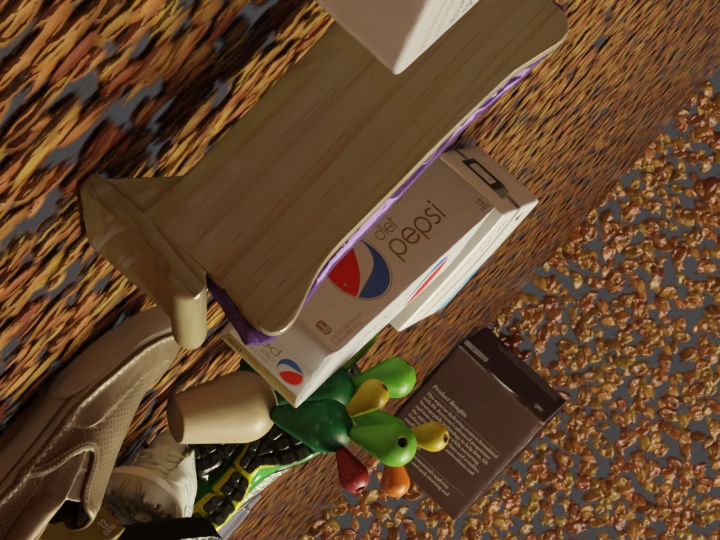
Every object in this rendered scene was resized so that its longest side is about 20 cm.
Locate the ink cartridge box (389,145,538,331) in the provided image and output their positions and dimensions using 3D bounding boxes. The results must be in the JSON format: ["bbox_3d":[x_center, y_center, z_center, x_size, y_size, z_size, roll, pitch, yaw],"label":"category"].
[{"bbox_3d":[0.052,-0.023,1.755,0.116,0.067,0.200,-48,174,13],"label":"ink cartridge box"}]

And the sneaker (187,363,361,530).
[{"bbox_3d":[-0.084,0.125,1.789,0.200,0.078,0.085,-37,179,-11],"label":"sneaker"}]

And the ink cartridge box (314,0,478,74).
[{"bbox_3d":[0.061,-0.179,0.783,0.200,0.084,0.145,-45,174,-22],"label":"ink cartridge box"}]

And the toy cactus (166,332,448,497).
[{"bbox_3d":[-0.044,0.086,1.567,0.165,0.200,0.102,-9,126,-23],"label":"toy cactus"}]

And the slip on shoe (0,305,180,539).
[{"bbox_3d":[-0.148,0.099,1.185,0.200,0.061,0.076,-44,173,-31],"label":"slip on shoe"}]

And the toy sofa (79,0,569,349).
[{"bbox_3d":[-0.013,-0.056,0.988,0.200,0.098,0.083,-47,173,-14],"label":"toy sofa"}]

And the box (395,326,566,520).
[{"bbox_3d":[0.155,0.215,3.453,0.200,0.166,0.164,-49,173,16],"label":"box"}]

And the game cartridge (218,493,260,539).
[{"bbox_3d":[-0.171,0.272,2.227,0.130,0.038,0.200,-55,171,26],"label":"game cartridge"}]

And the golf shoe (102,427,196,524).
[{"bbox_3d":[-0.140,0.139,1.555,0.200,0.078,0.097,105,1,-72],"label":"golf shoe"}]

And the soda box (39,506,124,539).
[{"bbox_3d":[-0.210,0.177,1.238,0.200,0.064,0.068,-42,171,-47],"label":"soda box"}]

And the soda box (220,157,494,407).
[{"bbox_3d":[0.000,0.000,1.543,0.200,0.068,0.064,-41,171,-47],"label":"soda box"}]

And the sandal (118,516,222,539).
[{"bbox_3d":[-0.158,0.185,1.419,0.200,0.048,0.075,-8,143,-39],"label":"sandal"}]
